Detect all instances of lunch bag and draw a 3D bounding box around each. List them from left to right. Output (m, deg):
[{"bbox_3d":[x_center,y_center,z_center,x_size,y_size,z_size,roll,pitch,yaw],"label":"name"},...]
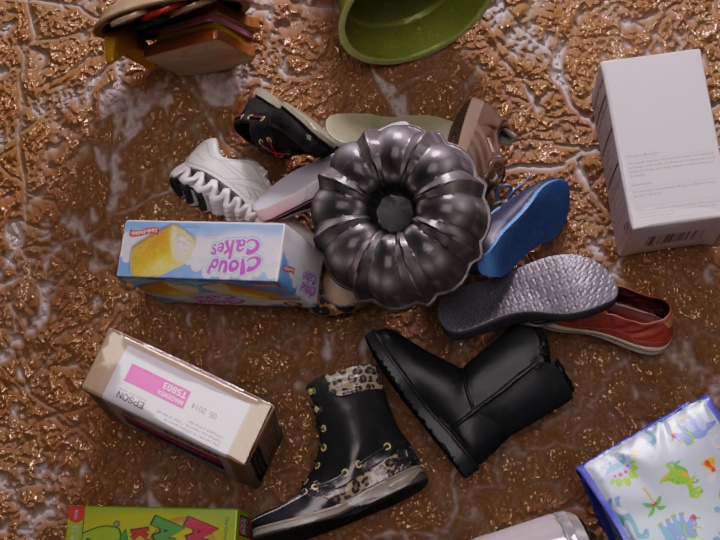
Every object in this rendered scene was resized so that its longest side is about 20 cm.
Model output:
[{"bbox_3d":[0.346,0.259,1.660,0.169,0.127,0.202,-28,85,-6],"label":"lunch bag"}]

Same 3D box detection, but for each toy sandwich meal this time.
[{"bbox_3d":[-0.210,-0.271,1.786,0.202,0.205,0.071,-11,87,-1],"label":"toy sandwich meal"}]

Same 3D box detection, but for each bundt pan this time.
[{"bbox_3d":[0.035,-0.063,1.635,0.199,0.076,0.205,-2,81,13],"label":"bundt pan"}]

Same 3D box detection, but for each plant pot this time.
[{"bbox_3d":[0.035,-0.379,1.826,0.198,0.201,0.192,-21,62,-4],"label":"plant pot"}]

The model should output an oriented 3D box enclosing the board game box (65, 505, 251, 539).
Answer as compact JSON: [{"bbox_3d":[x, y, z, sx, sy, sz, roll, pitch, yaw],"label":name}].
[{"bbox_3d":[-0.221,0.309,1.681,0.197,0.048,0.103,-1,74,15],"label":"board game box"}]

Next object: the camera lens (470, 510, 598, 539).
[{"bbox_3d":[0.164,0.351,1.622,0.198,0.160,0.162,-17,75,-3],"label":"camera lens"}]

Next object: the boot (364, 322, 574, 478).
[{"bbox_3d":[0.123,0.106,1.732,0.168,0.076,0.201,-38,82,-6],"label":"boot"}]

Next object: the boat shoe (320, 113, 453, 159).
[{"bbox_3d":[0.051,-0.138,1.812,0.198,0.064,0.074,3,44,-11],"label":"boat shoe"}]

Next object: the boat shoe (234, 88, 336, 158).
[{"bbox_3d":[-0.085,-0.154,1.755,0.074,0.201,0.063,40,87,-28],"label":"boat shoe"}]

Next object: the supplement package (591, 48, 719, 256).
[{"bbox_3d":[0.339,-0.133,1.770,0.115,0.117,0.203,-7,75,1],"label":"supplement package"}]

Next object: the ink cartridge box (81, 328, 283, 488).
[{"bbox_3d":[-0.189,0.152,1.684,0.198,0.165,0.076,25,76,9],"label":"ink cartridge box"}]

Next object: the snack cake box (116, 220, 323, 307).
[{"bbox_3d":[-0.154,-0.007,1.723,0.197,0.115,0.068,1,74,22],"label":"snack cake box"}]

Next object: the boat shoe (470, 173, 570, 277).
[{"bbox_3d":[0.168,-0.059,1.745,0.068,0.199,0.085,6,113,35],"label":"boat shoe"}]

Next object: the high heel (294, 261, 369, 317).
[{"bbox_3d":[0.000,0.000,1.730,0.197,0.143,0.072,-9,76,-1],"label":"high heel"}]

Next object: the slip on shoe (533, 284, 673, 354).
[{"bbox_3d":[0.259,0.036,1.744,0.197,0.062,0.075,17,44,3],"label":"slip on shoe"}]

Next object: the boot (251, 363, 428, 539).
[{"bbox_3d":[-0.042,0.204,1.718,0.201,0.074,0.155,-20,71,-3],"label":"boot"}]

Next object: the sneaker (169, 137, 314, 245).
[{"bbox_3d":[-0.123,-0.083,1.797,0.199,0.075,0.081,32,69,9],"label":"sneaker"}]

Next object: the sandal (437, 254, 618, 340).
[{"bbox_3d":[0.183,0.032,1.706,0.197,0.043,0.077,-10,58,9],"label":"sandal"}]

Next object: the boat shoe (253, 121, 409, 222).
[{"bbox_3d":[-0.022,-0.094,1.742,0.198,0.072,0.068,-28,112,-5],"label":"boat shoe"}]

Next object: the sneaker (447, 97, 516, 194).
[{"bbox_3d":[0.127,-0.109,1.734,0.075,0.071,0.201,28,53,-10],"label":"sneaker"}]
